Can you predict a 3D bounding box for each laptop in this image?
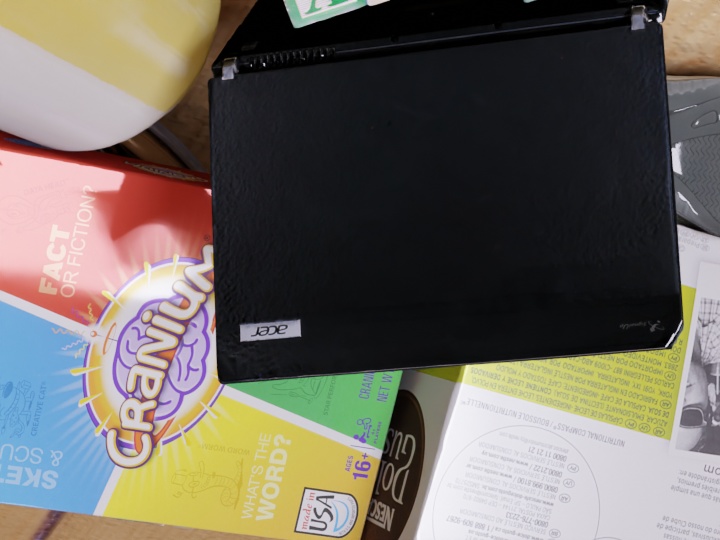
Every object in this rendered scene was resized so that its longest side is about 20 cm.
[{"bbox_3d":[0.040,-0.056,0.790,0.177,0.200,0.103,-5,117,16],"label":"laptop"}]

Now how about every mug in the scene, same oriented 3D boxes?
[{"bbox_3d":[-0.116,-0.117,0.785,0.186,0.150,0.153,10,166,32],"label":"mug"}]

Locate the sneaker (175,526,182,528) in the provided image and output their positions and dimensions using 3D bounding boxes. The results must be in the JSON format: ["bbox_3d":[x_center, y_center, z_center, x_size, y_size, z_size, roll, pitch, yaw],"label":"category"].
[{"bbox_3d":[-0.082,0.129,1.315,0.200,0.075,0.084,-16,150,35],"label":"sneaker"}]

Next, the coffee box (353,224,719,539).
[{"bbox_3d":[0.096,0.071,0.977,0.200,0.198,0.200,16,178,-19],"label":"coffee box"}]

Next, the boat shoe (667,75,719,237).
[{"bbox_3d":[0.139,-0.059,0.942,0.202,0.075,0.065,9,-173,-13],"label":"boat shoe"}]

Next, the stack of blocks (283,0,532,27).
[{"bbox_3d":[0.059,-0.153,0.711,0.200,0.059,0.115,-18,150,2],"label":"stack of blocks"}]

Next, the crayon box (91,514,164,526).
[{"bbox_3d":[-0.160,0.049,0.980,0.200,0.127,0.051,10,127,18],"label":"crayon box"}]

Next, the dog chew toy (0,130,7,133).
[{"bbox_3d":[-0.236,-0.098,0.851,0.200,0.125,0.124,28,145,-30],"label":"dog chew toy"}]

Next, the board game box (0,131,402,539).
[{"bbox_3d":[-0.081,0.033,0.875,0.200,0.153,0.040,10,-169,-20],"label":"board game box"}]

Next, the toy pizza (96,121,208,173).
[{"bbox_3d":[-0.158,-0.033,1.011,0.200,0.032,0.200,16,146,11],"label":"toy pizza"}]
